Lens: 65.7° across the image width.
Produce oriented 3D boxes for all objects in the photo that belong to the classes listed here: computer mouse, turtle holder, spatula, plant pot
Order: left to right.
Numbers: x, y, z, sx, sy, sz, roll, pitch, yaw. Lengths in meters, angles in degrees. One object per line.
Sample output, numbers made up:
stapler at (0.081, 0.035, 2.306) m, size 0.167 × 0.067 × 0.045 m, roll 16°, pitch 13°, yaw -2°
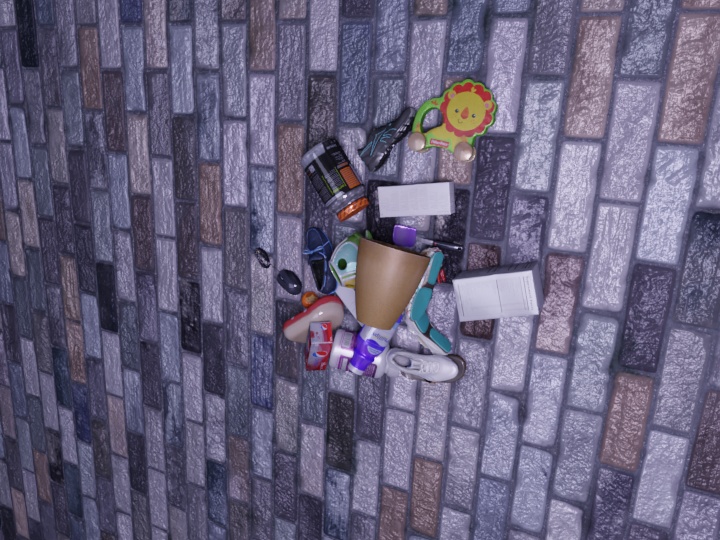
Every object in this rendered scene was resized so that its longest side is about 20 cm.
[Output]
computer mouse at (-0.259, 0.003, 1.721) m, size 0.199 × 0.034 × 0.059 m, roll 40°, pitch 117°, yaw 12°
turtle holder at (-0.004, -0.003, 1.519) m, size 0.131 × 0.141 × 0.187 m, roll -28°, pitch 98°, yaw -14°
plant pot at (0.061, 0.038, 1.385) m, size 0.184 × 0.186 × 0.202 m, roll 17°, pitch 97°, yaw 20°
spatula at (0.182, -0.077, 1.499) m, size 0.198 × 0.021 × 0.057 m, roll 15°, pitch 107°, yaw 21°

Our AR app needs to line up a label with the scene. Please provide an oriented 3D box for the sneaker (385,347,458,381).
sneaker at (0.164, 0.257, 1.490) m, size 0.197 × 0.087 × 0.076 m, roll 8°, pitch 86°, yaw 5°

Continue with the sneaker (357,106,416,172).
sneaker at (0.065, -0.352, 1.457) m, size 0.079 × 0.075 × 0.200 m, roll 47°, pitch 117°, yaw 10°

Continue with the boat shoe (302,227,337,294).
boat shoe at (-0.115, -0.033, 1.603) m, size 0.084 × 0.068 × 0.202 m, roll -31°, pitch 71°, yaw 32°

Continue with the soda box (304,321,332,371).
soda box at (-0.124, 0.225, 1.630) m, size 0.063 × 0.071 × 0.201 m, roll -1°, pitch 149°, yaw -11°

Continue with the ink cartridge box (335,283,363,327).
ink cartridge box at (0.003, 0.080, 1.613) m, size 0.099 × 0.039 × 0.201 m, roll -39°, pitch 83°, yaw 28°

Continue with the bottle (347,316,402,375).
bottle at (0.033, 0.184, 1.494) m, size 0.083 × 0.065 × 0.201 m, roll 26°, pitch 98°, yaw -29°

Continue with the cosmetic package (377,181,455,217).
cosmetic package at (0.147, -0.187, 1.472) m, size 0.198 × 0.051 × 0.084 m, roll 1°, pitch 101°, yaw 25°

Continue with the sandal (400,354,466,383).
sandal at (0.197, 0.280, 1.560) m, size 0.198 × 0.054 × 0.083 m, roll -3°, pitch 102°, yaw 26°

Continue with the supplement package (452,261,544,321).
supplement package at (0.348, 0.053, 1.402) m, size 0.198 × 0.109 × 0.115 m, roll -7°, pitch 99°, yaw 27°

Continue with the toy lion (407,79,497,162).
toy lion at (0.233, -0.376, 1.385) m, size 0.198 × 0.069 × 0.194 m, roll 17°, pitch 102°, yaw 21°

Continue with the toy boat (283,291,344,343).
toy boat at (-0.142, 0.124, 1.661) m, size 0.199 × 0.130 × 0.132 m, roll -31°, pitch 59°, yaw 29°

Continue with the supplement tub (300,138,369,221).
supplement tub at (-0.066, -0.243, 1.519) m, size 0.122 × 0.122 × 0.201 m, roll -32°, pitch 88°, yaw 28°

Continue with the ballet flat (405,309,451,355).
ballet flat at (0.168, 0.163, 1.516) m, size 0.069 × 0.070 × 0.200 m, roll -31°, pitch 112°, yaw 28°

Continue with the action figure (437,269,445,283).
action figure at (0.133, 0.058, 1.529) m, size 0.198 × 0.065 × 0.100 m, roll -6°, pitch 91°, yaw 26°

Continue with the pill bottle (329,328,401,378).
pill bottle at (0.017, 0.242, 1.588) m, size 0.198 × 0.112 × 0.114 m, roll 14°, pitch 109°, yaw 2°

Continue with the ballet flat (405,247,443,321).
ballet flat at (0.159, 0.033, 1.453) m, size 0.064 × 0.075 × 0.202 m, roll 21°, pitch 88°, yaw 51°
